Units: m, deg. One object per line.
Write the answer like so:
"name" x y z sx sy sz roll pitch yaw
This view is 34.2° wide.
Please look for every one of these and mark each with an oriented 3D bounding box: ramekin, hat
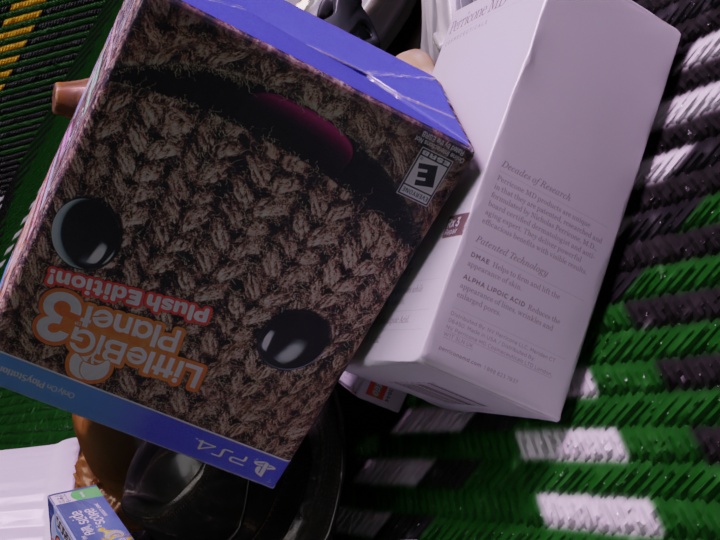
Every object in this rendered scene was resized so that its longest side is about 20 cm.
"ramekin" -0.261 0.232 0.897 0.200 0.097 0.203 179 90 -81
"hat" -0.090 0.127 0.679 0.201 0.080 0.202 -44 34 41

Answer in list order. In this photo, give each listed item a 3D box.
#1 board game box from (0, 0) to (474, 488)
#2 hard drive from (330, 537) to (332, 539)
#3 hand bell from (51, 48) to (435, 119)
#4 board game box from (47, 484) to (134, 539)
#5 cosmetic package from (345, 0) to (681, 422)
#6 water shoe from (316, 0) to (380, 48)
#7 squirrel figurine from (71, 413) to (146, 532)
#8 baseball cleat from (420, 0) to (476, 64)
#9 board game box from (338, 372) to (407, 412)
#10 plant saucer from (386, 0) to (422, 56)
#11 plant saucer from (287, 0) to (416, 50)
"board game box" -0.068 -0.024 0.557 0.201 0.158 0.097 -60 18 21
"hard drive" -0.088 0.231 0.714 0.200 0.027 0.133 -28 43 55
"hand bell" -0.066 -0.081 0.635 0.104 0.198 0.105 -176 90 -70
"board game box" -0.137 0.228 0.680 0.200 0.034 0.137 26 120 59
"cosmetic package" 0.069 -0.035 0.570 0.113 0.081 0.202 -11 59 66
"water shoe" -0.081 -0.117 0.705 0.071 0.199 0.080 -7 100 66
"squirrel figurine" -0.163 0.081 0.859 0.187 0.140 0.201 57 132 47
"baseball cleat" 0.079 -0.156 0.686 0.070 0.105 0.202 -173 76 -76
"board game box" 0.000 0.000 0.742 0.127 0.034 0.200 -65 23 2
"plant saucer" 0.027 -0.176 0.868 0.200 0.032 0.201 -47 29 35
"plant saucer" -0.007 -0.193 0.839 0.200 0.050 0.201 -41 31 31
